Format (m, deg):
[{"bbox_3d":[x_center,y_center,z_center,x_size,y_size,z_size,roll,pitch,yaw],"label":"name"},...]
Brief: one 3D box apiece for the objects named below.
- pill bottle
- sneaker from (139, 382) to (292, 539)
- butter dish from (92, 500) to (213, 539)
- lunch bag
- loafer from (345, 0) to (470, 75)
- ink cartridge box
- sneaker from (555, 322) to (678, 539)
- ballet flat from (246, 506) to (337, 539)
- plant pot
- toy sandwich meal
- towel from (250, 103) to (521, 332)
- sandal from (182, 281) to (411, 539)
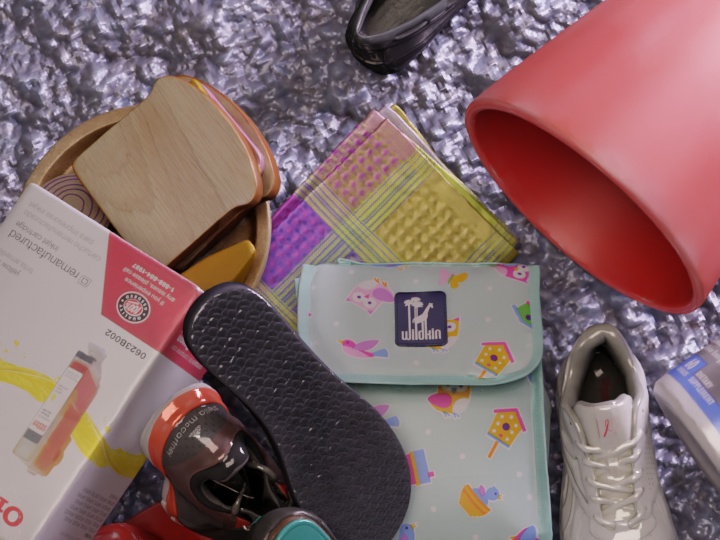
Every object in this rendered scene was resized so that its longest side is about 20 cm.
[{"bbox_3d":[0.303,0.064,1.450,0.200,0.114,0.114,-35,77,-1],"label":"pill bottle"},{"bbox_3d":[-0.082,0.146,1.434,0.082,0.200,0.077,40,81,26],"label":"sneaker"},{"bbox_3d":[-0.174,0.250,1.438,0.199,0.148,0.200,-35,58,0],"label":"butter dish"},{"bbox_3d":[0.041,0.090,1.466,0.170,0.122,0.200,-1,86,3],"label":"lunch bag"},{"bbox_3d":[0.065,-0.223,1.556,0.068,0.070,0.201,40,86,12],"label":"loafer"},{"bbox_3d":[-0.197,0.070,1.403,0.145,0.083,0.200,31,84,19],"label":"ink cartridge box"},{"bbox_3d":[0.160,0.126,1.445,0.078,0.099,0.200,-11,64,4],"label":"sneaker"},{"bbox_3d":[-0.006,0.228,1.383,0.068,0.068,0.200,-37,103,-24],"label":"ballet flat"},{"bbox_3d":[0.200,-0.100,1.467,0.200,0.200,0.177,40,76,12],"label":"plant pot"},{"bbox_3d":[-0.148,-0.033,1.494,0.205,0.070,0.205,-3,76,11],"label":"toy sandwich meal"},{"bbox_3d":[0.000,0.000,1.530,0.144,0.023,0.200,44,87,-5],"label":"towel"},{"bbox_3d":[-0.035,0.088,1.381,0.076,0.043,0.200,-36,105,-9],"label":"sandal"}]
